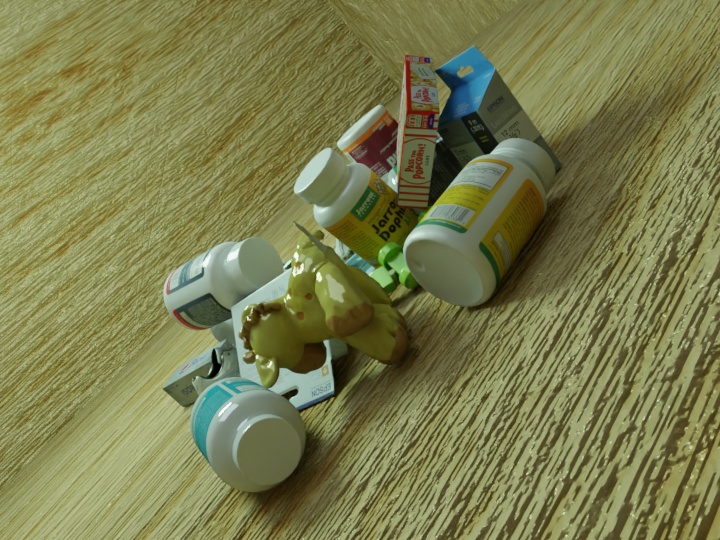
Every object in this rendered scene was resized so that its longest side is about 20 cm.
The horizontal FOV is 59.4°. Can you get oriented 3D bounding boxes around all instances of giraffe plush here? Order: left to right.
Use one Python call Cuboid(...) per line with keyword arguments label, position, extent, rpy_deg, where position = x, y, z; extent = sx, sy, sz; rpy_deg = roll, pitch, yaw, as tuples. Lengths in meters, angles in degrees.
Cuboid(label="giraffe plush", position=(-0.062, 0.062, 0.759), extent=(0.162, 0.200, 0.173), rpy_deg=(-44, 12, 10))

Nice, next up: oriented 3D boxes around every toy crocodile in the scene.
Cuboid(label="toy crocodile", position=(0.091, -0.029, 0.904), extent=(0.200, 0.062, 0.068), rpy_deg=(-42, 53, -7))

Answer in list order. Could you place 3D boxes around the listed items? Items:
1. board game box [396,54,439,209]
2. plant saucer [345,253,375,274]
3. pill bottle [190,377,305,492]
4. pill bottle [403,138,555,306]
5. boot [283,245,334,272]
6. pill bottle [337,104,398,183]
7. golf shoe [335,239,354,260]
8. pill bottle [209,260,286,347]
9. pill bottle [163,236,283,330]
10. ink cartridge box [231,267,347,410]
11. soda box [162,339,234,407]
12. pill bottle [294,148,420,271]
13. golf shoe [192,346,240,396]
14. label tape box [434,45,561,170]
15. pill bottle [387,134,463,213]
Cuboid(label="board game box", position=(0.082, -0.208, 0.931), extent=(0.200, 0.046, 0.152), rpy_deg=(-86, -1, -52))
Cuboid(label="plant saucer", position=(0.000, 0.000, 1.123), extent=(0.200, 0.027, 0.200), rpy_deg=(-39, 15, 12))
Cuboid(label="pill bottle", position=(-0.131, 0.190, 0.737), extent=(0.111, 0.111, 0.200), rpy_deg=(-47, 14, -17))
Cuboid(label="pill bottle", position=(0.146, -0.063, 0.734), extent=(0.200, 0.113, 0.113), rpy_deg=(-51, 16, -29))
Cuboid(label="boot", position=(-0.105, 0.056, 1.092), extent=(0.203, 0.074, 0.154), rpy_deg=(-33, 43, -4))
Cuboid(label="pill bottle", position=(0.061, -0.201, 1.194), extent=(0.114, 0.200, 0.114), rpy_deg=(-39, 15, 13))
Cuboid(label="golf shoe", position=(-0.022, -0.090, 1.234), extent=(0.078, 0.097, 0.200), rpy_deg=(-47, -2, -28))
Cuboid(label="pill bottle", position=(-0.212, 0.070, 1.314), extent=(0.112, 0.112, 0.200), rpy_deg=(-24, 23, 51))
Cuboid(label="pill bottle", position=(-0.225, 0.020, 1.048), extent=(0.200, 0.120, 0.120), rpy_deg=(-22, 23, 39))
Cuboid(label="ink cartridge box", position=(-0.104, 0.109, 0.902), extent=(0.200, 0.041, 0.200), rpy_deg=(-30, 61, 37))
Cuboid(label="soda box", position=(-0.316, 0.210, 1.275), extent=(0.200, 0.063, 0.068), rpy_deg=(-30, 19, 41))
Cuboid(label="pill bottle", position=(0.002, -0.090, 0.960), extent=(0.113, 0.200, 0.113), rpy_deg=(-40, 27, 25))
Cuboid(label="golf shoe", position=(-0.201, 0.151, 1.075), extent=(0.078, 0.097, 0.200), rpy_deg=(-31, 16, 45))
Cuboid(label="label tape box", position=(0.172, -0.202, 0.894), extent=(0.066, 0.200, 0.143), rpy_deg=(-43, 13, -10))
Cuboid(label="pill bottle", position=(0.120, -0.157, 1.084), extent=(0.200, 0.113, 0.113), rpy_deg=(-39, 14, 13))
